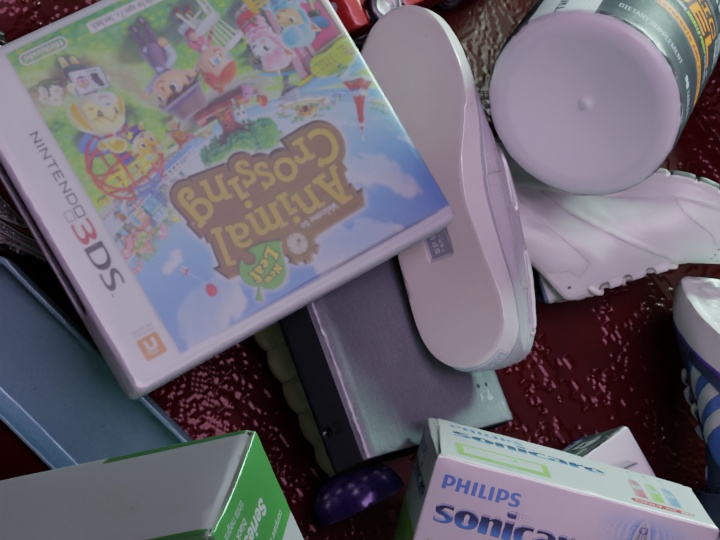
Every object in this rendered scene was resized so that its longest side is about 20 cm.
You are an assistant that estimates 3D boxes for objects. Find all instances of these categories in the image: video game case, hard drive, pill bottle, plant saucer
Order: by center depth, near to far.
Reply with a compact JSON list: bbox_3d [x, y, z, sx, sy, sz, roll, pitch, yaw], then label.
[{"bbox_3d":[-0.076,-0.060,1.132,0.200,0.022,0.182,-29,86,-26],"label":"video game case"},{"bbox_3d":[-0.131,0.080,1.154,0.200,0.070,0.019,46,25,-7],"label":"plant saucer"},{"bbox_3d":[0.000,0.000,1.208,0.139,0.033,0.201,-9,75,-54],"label":"hard drive"},{"bbox_3d":[0.145,-0.127,1.267,0.106,0.106,0.200,46,30,-7],"label":"pill bottle"}]

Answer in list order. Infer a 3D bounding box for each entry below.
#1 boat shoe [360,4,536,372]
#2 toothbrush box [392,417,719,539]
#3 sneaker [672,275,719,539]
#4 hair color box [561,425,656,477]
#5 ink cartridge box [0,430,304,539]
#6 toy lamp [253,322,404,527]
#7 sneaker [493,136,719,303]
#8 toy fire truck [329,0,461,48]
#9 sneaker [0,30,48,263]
[{"bbox_3d":[0.053,-0.043,1.218,0.068,0.072,0.201,11,57,-63],"label":"boat shoe"},{"bbox_3d":[0.077,0.193,1.140,0.145,0.086,0.201,16,97,-4],"label":"toothbrush box"},{"bbox_3d":[0.211,0.105,1.279,0.080,0.200,0.147,7,114,-20],"label":"sneaker"},{"bbox_3d":[0.142,0.200,1.241,0.109,0.065,0.200,-30,93,-26],"label":"hair color box"},{"bbox_3d":[-0.084,0.187,1.042,0.083,0.146,0.200,-71,142,-57],"label":"ink cartridge box"},{"bbox_3d":[-0.046,0.036,1.203,0.058,0.058,0.201,-25,89,-27],"label":"toy lamp"},{"bbox_3d":[0.135,-0.019,1.296,0.199,0.075,0.087,8,81,-12],"label":"sneaker"},{"bbox_3d":[0.036,-0.222,1.308,0.200,0.049,0.141,-25,88,-26],"label":"toy fire truck"},{"bbox_3d":[-0.163,-0.035,1.162,0.082,0.078,0.200,-41,90,9],"label":"sneaker"}]
